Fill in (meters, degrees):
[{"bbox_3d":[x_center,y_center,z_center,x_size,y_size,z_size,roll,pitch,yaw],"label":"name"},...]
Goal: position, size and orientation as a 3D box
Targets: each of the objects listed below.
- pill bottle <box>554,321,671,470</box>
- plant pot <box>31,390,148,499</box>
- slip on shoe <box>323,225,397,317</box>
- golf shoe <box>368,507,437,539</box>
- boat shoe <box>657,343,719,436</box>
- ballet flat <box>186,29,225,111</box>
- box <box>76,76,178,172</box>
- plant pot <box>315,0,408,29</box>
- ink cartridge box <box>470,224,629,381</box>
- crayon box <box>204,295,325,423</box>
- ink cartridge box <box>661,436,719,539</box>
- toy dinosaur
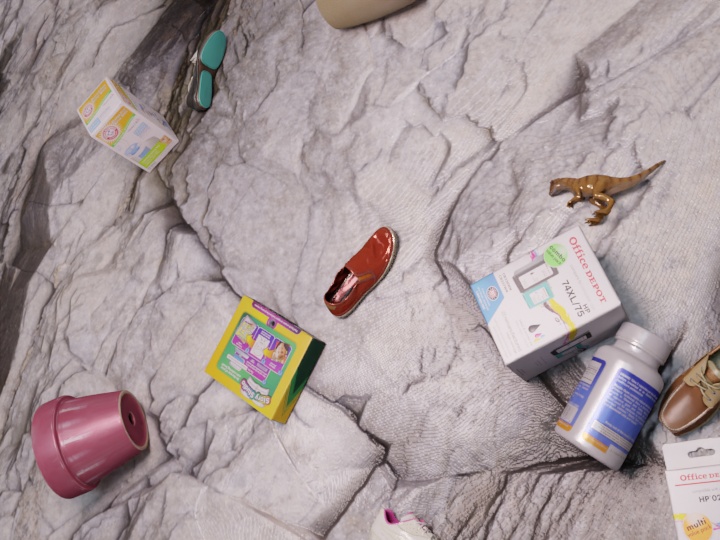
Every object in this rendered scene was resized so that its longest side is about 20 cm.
[{"bbox_3d":[0.390,0.187,1.139,0.111,0.112,0.203,29,88,31],"label":"pill bottle"},{"bbox_3d":[-0.543,0.339,1.534,0.175,0.201,0.204,-21,64,3],"label":"plant pot"},{"bbox_3d":[0.000,0.000,1.430,0.074,0.061,0.201,39,92,33],"label":"slip on shoe"},{"bbox_3d":[0.098,0.451,1.226,0.195,0.075,0.094,7,73,27],"label":"golf shoe"},{"bbox_3d":[0.519,0.157,1.104,0.201,0.074,0.076,-48,59,5],"label":"boat shoe"},{"bbox_3d":[-0.377,-0.478,1.778,0.067,0.068,0.206,3,75,36],"label":"ballet flat"},{"bbox_3d":[-0.538,-0.335,1.733,0.112,0.199,0.102,-43,60,7],"label":"box"},{"bbox_3d":[0.004,-0.605,1.573,0.197,0.185,0.192,-24,63,33],"label":"plant pot"},{"bbox_3d":[0.307,0.057,1.203,0.197,0.146,0.150,-30,63,14],"label":"ink cartridge box"},{"bbox_3d":[-0.190,0.172,1.473,0.197,0.058,0.176,27,88,31],"label":"crayon box"},{"bbox_3d":[0.501,0.339,1.057,0.112,0.068,0.206,-13,68,22],"label":"ink cartridge box"},{"bbox_3d":[0.412,-0.138,1.264,0.195,0.060,0.109,-3,71,26],"label":"toy dinosaur"}]
